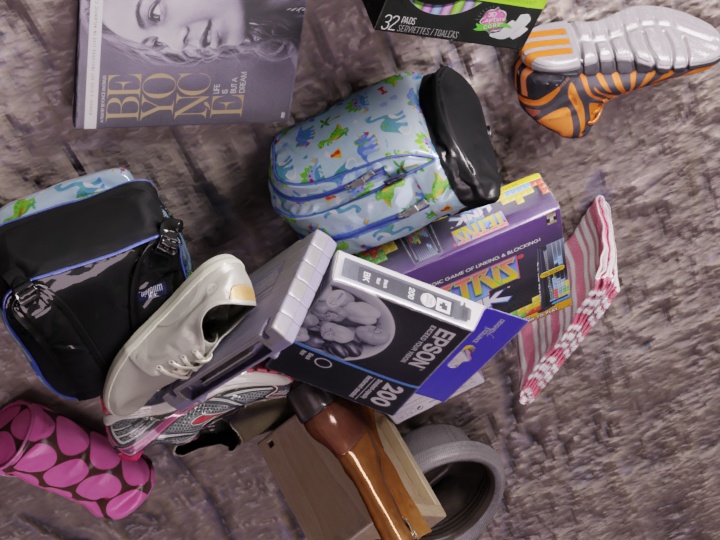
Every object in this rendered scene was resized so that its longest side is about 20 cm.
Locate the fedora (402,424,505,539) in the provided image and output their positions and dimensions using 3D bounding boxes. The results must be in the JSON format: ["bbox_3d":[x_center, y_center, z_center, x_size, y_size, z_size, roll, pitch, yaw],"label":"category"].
[{"bbox_3d":[0.085,0.265,1.960,0.176,0.090,0.200,-2,129,-23],"label":"fedora"}]

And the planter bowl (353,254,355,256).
[{"bbox_3d":[0.000,0.000,1.627,0.200,0.084,0.201,-15,140,-13],"label":"planter bowl"}]

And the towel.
[{"bbox_3d":[0.215,0.031,1.710,0.030,0.147,0.200,21,128,-14],"label":"towel"}]

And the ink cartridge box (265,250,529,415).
[{"bbox_3d":[0.031,0.072,1.533,0.200,0.043,0.198,19,146,-13],"label":"ink cartridge box"}]

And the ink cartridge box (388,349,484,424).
[{"bbox_3d":[0.050,0.093,1.792,0.119,0.042,0.200,-27,142,10],"label":"ink cartridge box"}]

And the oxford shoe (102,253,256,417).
[{"bbox_3d":[-0.167,0.071,1.456,0.200,0.058,0.075,-47,154,20],"label":"oxford shoe"}]

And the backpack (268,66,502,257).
[{"bbox_3d":[0.012,-0.096,1.488,0.200,0.163,0.154,-33,130,27],"label":"backpack"}]

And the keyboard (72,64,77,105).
[{"bbox_3d":[-0.159,-0.170,1.434,0.199,0.011,0.056,-3,137,-18],"label":"keyboard"}]

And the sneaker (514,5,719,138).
[{"bbox_3d":[0.245,-0.189,1.533,0.199,0.078,0.112,-3,143,-3],"label":"sneaker"}]

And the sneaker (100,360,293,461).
[{"bbox_3d":[-0.163,0.132,1.594,0.200,0.081,0.075,-12,104,-21],"label":"sneaker"}]

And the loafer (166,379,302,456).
[{"bbox_3d":[-0.133,0.172,1.785,0.199,0.070,0.075,-11,140,-9],"label":"loafer"}]

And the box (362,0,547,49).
[{"bbox_3d":[0.092,-0.302,1.294,0.148,0.124,0.200,3,135,-25],"label":"box"}]

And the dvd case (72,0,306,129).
[{"bbox_3d":[-0.151,-0.191,1.396,0.199,0.016,0.149,-4,131,-18],"label":"dvd case"}]

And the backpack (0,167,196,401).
[{"bbox_3d":[-0.247,0.011,1.496,0.183,0.147,0.200,-21,141,-8],"label":"backpack"}]

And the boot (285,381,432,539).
[{"bbox_3d":[0.022,0.191,1.674,0.068,0.200,0.188,-37,172,13],"label":"boot"}]

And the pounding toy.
[{"bbox_3d":[-0.007,0.264,1.813,0.142,0.184,0.200,-38,156,17],"label":"pounding toy"}]

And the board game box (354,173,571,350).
[{"bbox_3d":[0.106,0.007,1.582,0.200,0.057,0.165,-23,144,-4],"label":"board game box"}]

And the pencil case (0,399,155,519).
[{"bbox_3d":[-0.322,0.214,1.747,0.200,0.091,0.094,33,83,-41],"label":"pencil case"}]

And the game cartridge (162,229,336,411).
[{"bbox_3d":[-0.103,0.048,1.486,0.038,0.130,0.200,41,139,-15],"label":"game cartridge"}]
